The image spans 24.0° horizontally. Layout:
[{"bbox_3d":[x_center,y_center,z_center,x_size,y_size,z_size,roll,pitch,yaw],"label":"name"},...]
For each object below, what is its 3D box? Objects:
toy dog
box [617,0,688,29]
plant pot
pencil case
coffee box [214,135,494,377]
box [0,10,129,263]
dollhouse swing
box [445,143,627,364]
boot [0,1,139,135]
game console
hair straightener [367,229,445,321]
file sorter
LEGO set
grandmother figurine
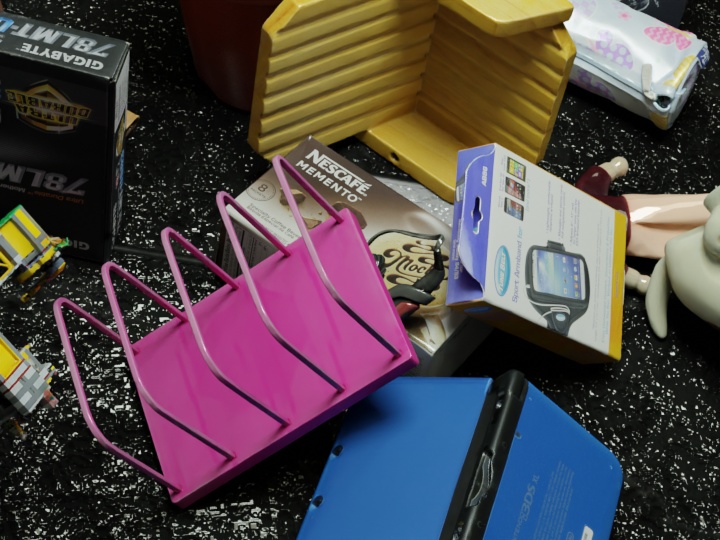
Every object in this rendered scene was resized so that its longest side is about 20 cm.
[{"bbox_3d":[0.322,0.036,1.279,0.193,0.139,0.201,-31,68,14],"label":"toy dog"},{"bbox_3d":[0.221,-0.320,1.544,0.199,0.183,0.104,19,49,6],"label":"box"},{"bbox_3d":[-0.073,-0.248,1.405,0.199,0.196,0.202,0,54,0],"label":"plant pot"},{"bbox_3d":[0.207,-0.199,1.504,0.199,0.083,0.091,28,50,14],"label":"pencil case"},{"bbox_3d":[0.000,0.000,1.294,0.199,0.080,0.113,34,52,17],"label":"coffee box"},{"bbox_3d":[-0.273,-0.104,1.253,0.198,0.199,0.050,14,47,0],"label":"box"},{"bbox_3d":[0.038,-0.137,1.338,0.181,0.201,0.176,36,52,20],"label":"dollhouse swing"},{"bbox_3d":[0.127,-0.012,1.256,0.199,0.041,0.120,23,66,-43],"label":"box"},{"bbox_3d":[-0.267,-0.175,1.377,0.199,0.069,0.189,30,51,-1],"label":"boot"},{"bbox_3d":[0.067,0.175,1.146,0.170,0.118,0.201,40,47,-18],"label":"game console"},{"bbox_3d":[-0.021,0.032,1.208,0.200,0.041,0.077,-41,76,12],"label":"hair straightener"},{"bbox_3d":[-0.091,0.037,1.152,0.199,0.125,0.140,-32,54,11],"label":"file sorter"},{"bbox_3d":[-0.263,0.063,1.144,0.116,0.200,0.154,49,27,-12],"label":"LEGO set"},{"bbox_3d":[0.214,-0.040,1.384,0.198,0.061,0.122,-1,54,-13],"label":"grandmother figurine"}]
